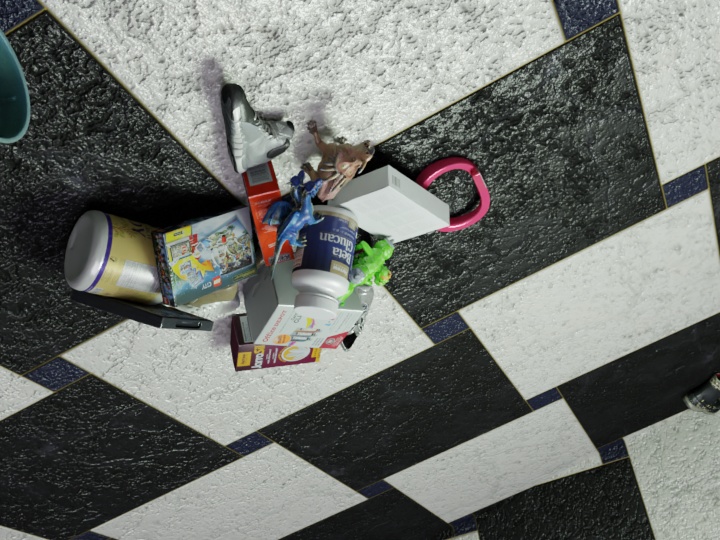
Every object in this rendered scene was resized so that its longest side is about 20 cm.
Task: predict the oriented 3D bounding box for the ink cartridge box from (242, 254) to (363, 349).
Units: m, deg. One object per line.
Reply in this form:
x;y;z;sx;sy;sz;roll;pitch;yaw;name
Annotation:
-0.125;0.065;1.736;0.200;0.145;0.145;6;138;-29;ink cartridge box

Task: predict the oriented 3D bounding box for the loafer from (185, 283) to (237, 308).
-0.336;0.040;1.636;0.200;0.076;0.067;0;137;11;loafer

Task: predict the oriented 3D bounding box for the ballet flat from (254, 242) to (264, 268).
-0.237;-0.016;1.664;0.200;0.067;0.046;-36;108;27;ballet flat

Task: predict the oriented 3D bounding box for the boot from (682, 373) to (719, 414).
1.231;0.427;2.863;0.203;0.074;0.154;11;132;-36;boot

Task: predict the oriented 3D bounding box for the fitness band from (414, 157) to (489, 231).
0.186;-0.153;1.685;0.144;0.037;0.200;-22;143;9;fitness band

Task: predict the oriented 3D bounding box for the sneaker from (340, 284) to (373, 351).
-0.008;0.109;1.897;0.075;0.082;0.200;-3;141;-20;sneaker

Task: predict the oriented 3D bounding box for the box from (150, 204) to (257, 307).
-0.279;-0.030;1.504;0.200;0.038;0.137;-24;117;-45;box

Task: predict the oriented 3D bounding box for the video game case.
-0.404;0.075;1.544;0.200;0.026;0.181;15;179;20;video game case

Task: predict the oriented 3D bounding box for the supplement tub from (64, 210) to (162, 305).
-0.416;-0.017;1.502;0.200;0.145;0.145;16;132;-38;supplement tub

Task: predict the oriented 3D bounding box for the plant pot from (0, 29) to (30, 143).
-0.590;-0.241;1.111;0.196;0.200;0.200;-16;144;8;plant pot

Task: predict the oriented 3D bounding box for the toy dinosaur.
-0.050;-0.172;1.469;0.086;0.136;0.200;-3;142;-20;toy dinosaur

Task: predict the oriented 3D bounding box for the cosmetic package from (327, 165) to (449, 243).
0.056;-0.123;1.612;0.151;0.052;0.200;-19;149;35;cosmetic package

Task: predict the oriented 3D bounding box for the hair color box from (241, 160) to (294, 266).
-0.172;-0.110;1.526;0.061;0.102;0.200;-15;143;-6;hair color box

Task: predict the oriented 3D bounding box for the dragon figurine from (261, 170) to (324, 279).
-0.129;-0.084;1.439;0.200;0.059;0.099;-50;149;9;dragon figurine

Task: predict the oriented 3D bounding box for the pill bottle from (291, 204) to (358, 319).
-0.071;-0.013;1.571;0.111;0.200;0.111;8;162;2;pill bottle

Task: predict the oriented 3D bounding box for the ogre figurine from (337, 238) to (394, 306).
0.000;0.000;1.667;0.200;0.098;0.120;-20;168;-39;ogre figurine

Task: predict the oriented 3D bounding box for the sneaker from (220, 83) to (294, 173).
-0.168;-0.249;1.383;0.115;0.075;0.200;-15;154;-13;sneaker

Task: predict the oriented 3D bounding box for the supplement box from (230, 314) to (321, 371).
-0.190;0.156;1.877;0.200;0.086;0.110;-5;142;-17;supplement box

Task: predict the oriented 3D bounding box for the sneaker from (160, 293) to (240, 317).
-0.345;0.078;1.712;0.200;0.081;0.077;1;138;-26;sneaker
